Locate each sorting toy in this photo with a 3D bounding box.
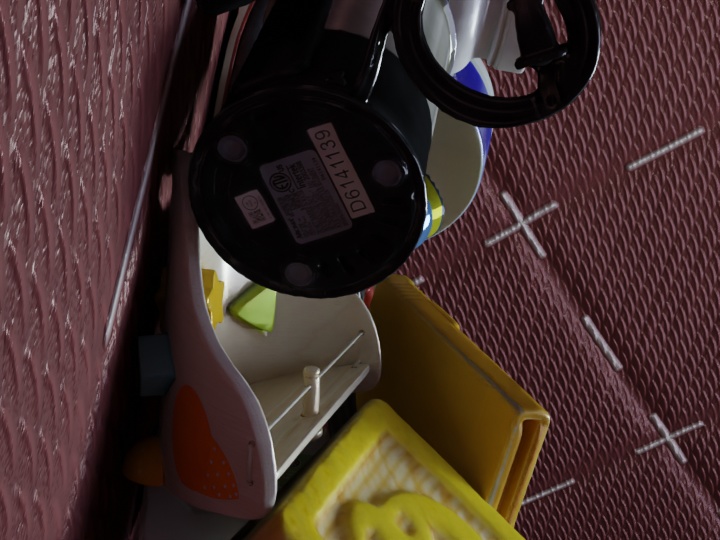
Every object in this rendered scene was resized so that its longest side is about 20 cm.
[{"bbox_3d":[-0.070,0.013,0.800,0.200,0.106,0.181,-42,130,-68],"label":"sorting toy"}]

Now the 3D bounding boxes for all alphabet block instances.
[{"bbox_3d":[-0.013,0.228,0.821,0.200,0.195,0.196,-45,180,22],"label":"alphabet block"}]

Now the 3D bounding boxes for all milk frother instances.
[{"bbox_3d":[0.023,-0.111,0.740,0.188,0.199,0.181,-77,162,-55],"label":"milk frother"}]

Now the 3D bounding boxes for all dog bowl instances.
[{"bbox_3d":[0.007,-0.116,1.173,0.079,0.199,0.201,-75,179,-50],"label":"dog bowl"}]

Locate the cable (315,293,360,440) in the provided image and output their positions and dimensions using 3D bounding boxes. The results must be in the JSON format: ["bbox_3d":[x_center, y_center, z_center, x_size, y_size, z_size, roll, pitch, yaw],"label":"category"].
[{"bbox_3d":[-0.027,0.059,0.953,0.097,0.050,0.201,-125,-147,-66],"label":"cable"}]

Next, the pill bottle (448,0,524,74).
[{"bbox_3d":[0.028,-0.203,1.038,0.112,0.199,0.113,-168,-90,-89],"label":"pill bottle"}]

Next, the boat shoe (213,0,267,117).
[{"bbox_3d":[-0.064,-0.088,0.911,0.071,0.062,0.201,99,1,-75],"label":"boat shoe"}]

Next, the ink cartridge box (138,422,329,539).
[{"bbox_3d":[-0.081,0.120,1.031,0.200,0.117,0.068,-80,179,-65],"label":"ink cartridge box"}]

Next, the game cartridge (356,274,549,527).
[{"bbox_3d":[0.042,0.122,0.969,0.200,0.032,0.177,47,-54,55],"label":"game cartridge"}]

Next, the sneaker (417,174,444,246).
[{"bbox_3d":[-0.029,-0.084,1.053,0.078,0.200,0.066,-24,149,-40],"label":"sneaker"}]

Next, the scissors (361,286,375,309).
[{"bbox_3d":[0.000,0.000,1.067,0.200,0.014,0.073,-20,110,-84],"label":"scissors"}]
